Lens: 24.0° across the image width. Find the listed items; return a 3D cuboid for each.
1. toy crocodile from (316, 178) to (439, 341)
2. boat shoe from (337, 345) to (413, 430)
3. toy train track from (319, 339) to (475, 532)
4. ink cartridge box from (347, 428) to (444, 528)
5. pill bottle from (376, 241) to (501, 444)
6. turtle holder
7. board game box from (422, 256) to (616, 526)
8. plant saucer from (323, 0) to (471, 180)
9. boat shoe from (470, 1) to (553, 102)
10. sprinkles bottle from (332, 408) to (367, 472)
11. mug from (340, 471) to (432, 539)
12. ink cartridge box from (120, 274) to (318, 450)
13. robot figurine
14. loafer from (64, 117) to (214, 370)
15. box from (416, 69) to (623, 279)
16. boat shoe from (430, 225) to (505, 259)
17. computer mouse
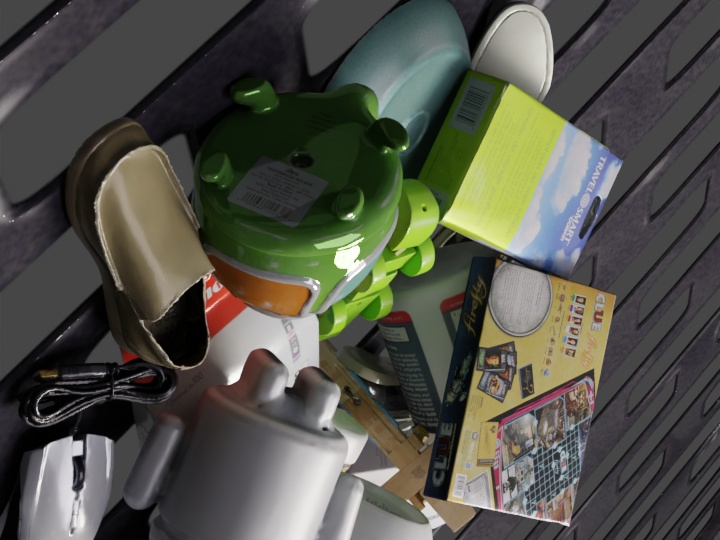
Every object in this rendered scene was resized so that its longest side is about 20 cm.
[{"bbox_3d":[0.000,0.000,1.336,0.067,0.062,0.200,-19,162,-35],"label":"toy crocodile"},{"bbox_3d":[0.028,0.118,1.556,0.200,0.072,0.068,17,100,-57],"label":"boat shoe"},{"bbox_3d":[0.024,0.135,1.434,0.115,0.200,0.033,-41,180,16],"label":"toy train track"},{"bbox_3d":[0.090,0.202,1.666,0.163,0.199,0.057,77,10,-59],"label":"ink cartridge box"},{"bbox_3d":[0.092,0.087,1.469,0.120,0.119,0.200,-33,110,-42],"label":"pill bottle"},{"bbox_3d":[-0.045,-0.053,1.151,0.132,0.141,0.186,98,-10,-45],"label":"turtle holder"},{"bbox_3d":[0.134,0.101,1.404,0.135,0.035,0.201,16,83,-32],"label":"board game box"},{"bbox_3d":[0.028,-0.114,1.308,0.200,0.036,0.200,-42,152,-28],"label":"plant saucer"},{"bbox_3d":[0.115,-0.143,1.431,0.062,0.073,0.200,-97,-168,-55],"label":"boat shoe"},{"bbox_3d":[-0.070,0.203,1.403,0.200,0.068,0.068,-60,156,8],"label":"sprinkles bottle"},{"bbox_3d":[-0.017,0.255,1.344,0.176,0.147,0.200,-64,166,4],"label":"mug"},{"bbox_3d":[-0.100,0.061,1.257,0.163,0.057,0.200,-42,158,-27],"label":"ink cartridge box"},{"bbox_3d":[-0.080,0.159,1.208,0.113,0.169,0.200,-146,-102,-78],"label":"robot figurine"},{"bbox_3d":[-0.131,-0.013,1.081,0.076,0.067,0.200,-44,146,-26],"label":"loafer"},{"bbox_3d":[0.130,-0.073,1.381,0.200,0.048,0.122,23,93,-52],"label":"box"},{"bbox_3d":[0.103,-0.012,1.539,0.201,0.066,0.072,-52,157,-9],"label":"boat shoe"},{"bbox_3d":[-0.199,0.147,1.172,0.109,0.044,0.200,-6,129,-38],"label":"computer mouse"}]
